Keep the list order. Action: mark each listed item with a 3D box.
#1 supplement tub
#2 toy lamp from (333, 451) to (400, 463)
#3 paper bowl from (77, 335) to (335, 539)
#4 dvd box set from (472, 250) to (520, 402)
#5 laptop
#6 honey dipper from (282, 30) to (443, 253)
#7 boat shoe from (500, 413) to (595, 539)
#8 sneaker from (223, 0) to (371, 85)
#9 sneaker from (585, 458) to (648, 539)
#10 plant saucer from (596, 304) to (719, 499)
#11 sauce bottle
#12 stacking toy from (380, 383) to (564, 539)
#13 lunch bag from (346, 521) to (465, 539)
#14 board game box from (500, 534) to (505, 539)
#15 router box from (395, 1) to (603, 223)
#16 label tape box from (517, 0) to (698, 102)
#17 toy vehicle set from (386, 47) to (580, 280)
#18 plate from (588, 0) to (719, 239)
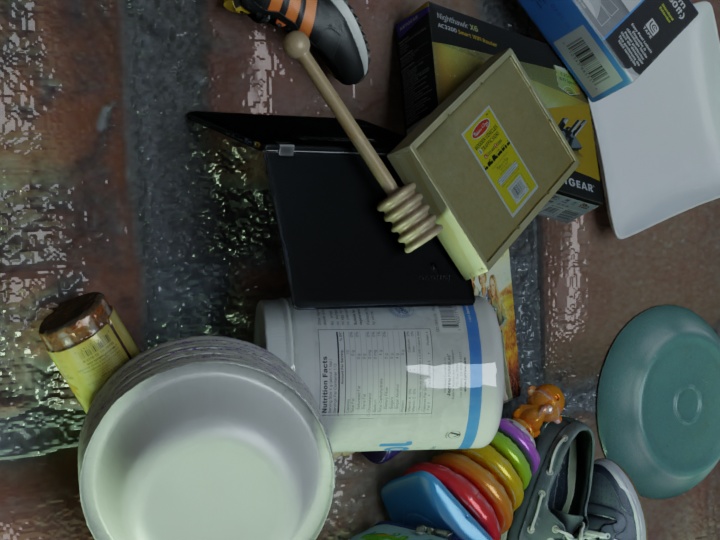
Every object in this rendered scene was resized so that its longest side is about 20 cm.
[{"bbox_3d":[0.013,0.087,1.533,0.198,0.132,0.133,-1,92,-8],"label":"supplement tub"},{"bbox_3d":[-0.033,0.156,1.592,0.199,0.058,0.059,-13,99,-35],"label":"toy lamp"},{"bbox_3d":[-0.118,0.160,1.411,0.199,0.104,0.202,-3,110,-9],"label":"paper bowl"},{"bbox_3d":[0.097,0.030,1.671,0.146,0.029,0.202,-13,99,-58],"label":"dvd box set"},{"bbox_3d":[-0.025,-0.054,1.521,0.186,0.200,0.117,0,106,-37],"label":"laptop"},{"bbox_3d":[-0.003,-0.106,1.466,0.038,0.038,0.201,-36,92,-30],"label":"honey dipper"},{"bbox_3d":[0.181,0.235,1.718,0.072,0.062,0.202,13,83,-37],"label":"boat shoe"},{"bbox_3d":[-0.071,-0.231,1.552,0.090,0.070,0.201,-37,113,-14],"label":"sneaker"},{"bbox_3d":[0.222,0.291,1.777,0.108,0.070,0.202,-14,102,-37],"label":"sneaker"},{"bbox_3d":[0.326,0.136,1.872,0.199,0.036,0.202,-2,93,-37],"label":"plant saucer"},{"bbox_3d":[-0.186,0.114,1.470,0.066,0.066,0.201,-38,112,-29],"label":"sauce bottle"},{"bbox_3d":[0.122,0.175,1.670,0.116,0.110,0.200,46,62,-5],"label":"stacking toy"},{"bbox_3d":[0.050,0.325,1.596,0.082,0.160,0.202,-18,104,-40],"label":"lunch bag"},{"bbox_3d":[0.125,0.266,1.732,0.120,0.032,0.201,41,68,-35],"label":"board game box"},{"bbox_3d":[0.128,-0.142,1.671,0.199,0.052,0.159,13,61,-37],"label":"router box"},{"bbox_3d":[0.248,-0.276,1.745,0.145,0.063,0.200,52,53,-9],"label":"label tape box"},{"bbox_3d":[0.110,-0.094,1.558,0.125,0.026,0.200,57,42,-12],"label":"toy vehicle set"},{"bbox_3d":[0.299,-0.154,1.844,0.199,0.032,0.202,-21,104,-34],"label":"plate"}]
